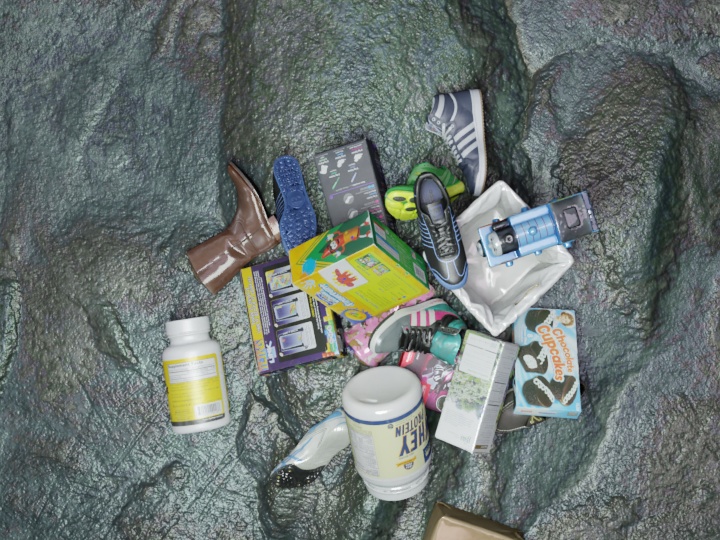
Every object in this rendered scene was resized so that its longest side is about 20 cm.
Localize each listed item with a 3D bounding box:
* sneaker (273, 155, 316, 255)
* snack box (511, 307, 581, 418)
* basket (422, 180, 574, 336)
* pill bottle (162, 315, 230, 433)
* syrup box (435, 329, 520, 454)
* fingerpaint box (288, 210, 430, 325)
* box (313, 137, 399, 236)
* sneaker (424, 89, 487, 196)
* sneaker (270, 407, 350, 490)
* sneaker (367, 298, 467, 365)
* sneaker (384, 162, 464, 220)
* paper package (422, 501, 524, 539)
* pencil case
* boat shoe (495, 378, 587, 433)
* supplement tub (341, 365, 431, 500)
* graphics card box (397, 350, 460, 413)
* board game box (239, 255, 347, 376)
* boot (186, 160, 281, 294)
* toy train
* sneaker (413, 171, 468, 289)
[{"bbox_3d":[-0.120,-0.105,1.511,0.069,0.078,0.203,-8,71,-4],"label":"sneaker"},{"bbox_3d":[0.334,0.164,1.498,0.114,0.037,0.203,3,58,3],"label":"snack box"},{"bbox_3d":[0.238,-0.022,1.491,0.198,0.161,0.200,-43,89,0],"label":"basket"},{"bbox_3d":[-0.305,0.190,1.522,0.109,0.111,0.204,-8,88,1],"label":"pill bottle"},{"bbox_3d":[0.208,0.215,1.465,0.078,0.081,0.203,16,90,33],"label":"syrup box"},{"bbox_3d":[0.000,0.000,1.421,0.165,0.199,0.074,-25,55,23],"label":"fingerpaint box"},{"bbox_3d":[-0.003,-0.124,1.512,0.104,0.122,0.203,-16,87,10],"label":"box"},{"bbox_3d":[0.176,-0.237,1.541,0.106,0.070,0.204,-2,82,-4],"label":"sneaker"},{"bbox_3d":[-0.090,0.336,1.545,0.199,0.073,0.072,-41,116,12],"label":"sneaker"},{"bbox_3d":[0.118,0.125,1.464,0.120,0.198,0.085,37,133,36],"label":"sneaker"},{"bbox_3d":[0.106,-0.148,1.508,0.084,0.198,0.074,55,131,17],"label":"sneaker"},{"bbox_3d":[0.194,0.556,1.507,0.188,0.103,0.203,19,88,0],"label":"paper package"},{"bbox_3d":[0.052,0.082,1.533,0.201,0.083,0.086,-50,128,0],"label":"pencil case"},{"bbox_3d":[0.320,0.242,1.508,0.199,0.060,0.073,-25,102,-14],"label":"boat shoe"},{"bbox_3d":[0.050,0.289,1.469,0.142,0.145,0.203,-10,115,1],"label":"supplement tub"},{"bbox_3d":[0.164,0.204,1.542,0.197,0.051,0.127,19,89,1],"label":"graphics card box"},{"bbox_3d":[-0.123,0.077,1.516,0.163,0.057,0.204,-15,77,15],"label":"board game box"},{"bbox_3d":[-0.262,-0.079,1.556,0.199,0.064,0.188,-35,87,5],"label":"boot"},{"bbox_3d":[0.288,-0.067,1.356,0.197,0.114,0.088,-18,87,0],"label":"toy train"},{"bbox_3d":[0.130,-0.067,1.380,0.069,0.078,0.203,-19,81,4],"label":"sneaker"}]
